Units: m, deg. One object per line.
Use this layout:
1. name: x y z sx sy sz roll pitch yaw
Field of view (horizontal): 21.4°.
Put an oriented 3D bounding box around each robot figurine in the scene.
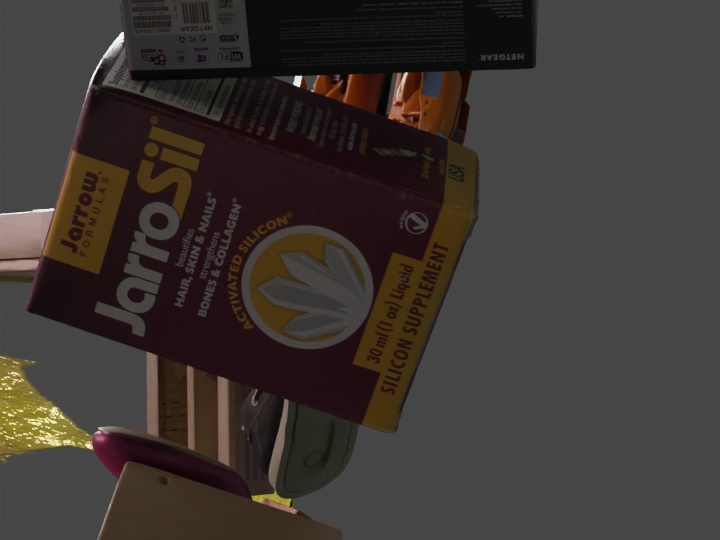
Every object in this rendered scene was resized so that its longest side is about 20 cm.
1. robot figurine: 0.017 -0.123 1.111 0.144 0.058 0.201 1 76 40

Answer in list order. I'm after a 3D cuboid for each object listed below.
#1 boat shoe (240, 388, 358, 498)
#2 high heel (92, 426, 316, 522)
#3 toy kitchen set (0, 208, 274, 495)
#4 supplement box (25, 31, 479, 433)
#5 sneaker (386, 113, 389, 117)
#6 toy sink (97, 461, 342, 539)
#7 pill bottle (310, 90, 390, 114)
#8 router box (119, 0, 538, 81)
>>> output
1. boat shoe: -0.025 0.043 1.109 0.068 0.071 0.201 56 140 37
2. high heel: -0.100 0.161 1.115 0.200 0.067 0.096 40 -111 -51
3. toy kitchen set: -0.110 0.051 1.164 0.200 0.162 0.182 4 -96 -55
4. supplement box: -0.052 -0.022 0.974 0.103 0.199 0.132 -80 9 -67
5. sneaker: 0.000 0.000 1.189 0.090 0.078 0.201 -107 26 -67
6. toy sink: -0.104 0.225 1.067 0.112 0.130 0.201 -77 6 -56
7. pill bottle: -0.036 -0.023 1.376 0.112 0.112 0.201 126 162 -77
8. router box: -0.009 -0.150 0.964 0.157 0.199 0.053 -78 -15 -62
